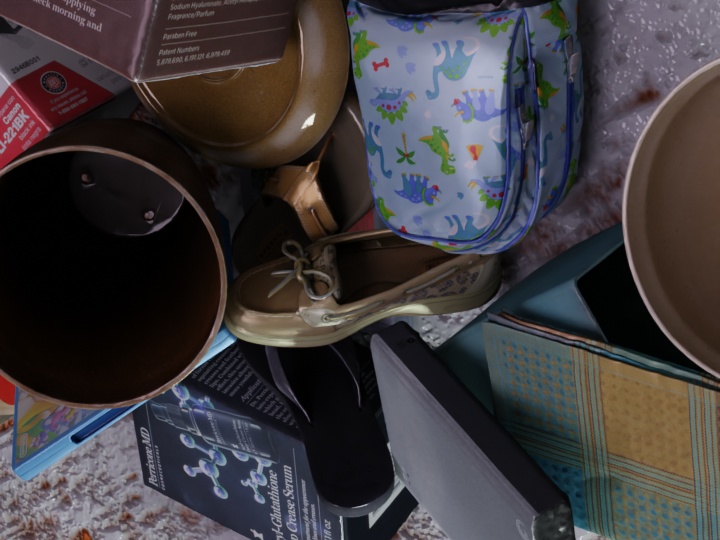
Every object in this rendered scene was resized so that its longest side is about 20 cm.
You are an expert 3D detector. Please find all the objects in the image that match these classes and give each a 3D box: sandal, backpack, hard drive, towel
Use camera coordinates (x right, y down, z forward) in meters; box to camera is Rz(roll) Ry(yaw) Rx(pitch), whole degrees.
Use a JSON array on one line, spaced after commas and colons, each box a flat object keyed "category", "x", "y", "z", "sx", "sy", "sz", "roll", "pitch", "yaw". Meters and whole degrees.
[{"category": "sandal", "x": -0.030, "y": 0.076, "z": 1.535, "sx": 0.201, "sy": 0.076, "sz": 0.043, "roll": 60, "pitch": 170, "yaw": 28}, {"category": "backpack", "x": 0.070, "y": -0.112, "z": 1.436, "sx": 0.162, "sy": 0.154, "sz": 0.201, "roll": 8, "pitch": 131, "yaw": 26}, {"category": "hard drive", "x": 0.077, "y": 0.141, "z": 1.415, "sx": 0.200, "sy": 0.033, "sz": 0.140, "roll": 47, "pitch": 156, "yaw": 45}, {"category": "towel", "x": 0.167, "y": 0.110, "z": 1.358, "sx": 0.199, "sy": 0.022, "sz": 0.148, "roll": 17, "pitch": 128, "yaw": 34}, {"category": "sandal", "x": -0.044, "y": -0.047, "z": 1.552, "sx": 0.080, "sy": 0.054, "sz": 0.200, "roll": 46, "pitch": 133, "yaw": 8}]

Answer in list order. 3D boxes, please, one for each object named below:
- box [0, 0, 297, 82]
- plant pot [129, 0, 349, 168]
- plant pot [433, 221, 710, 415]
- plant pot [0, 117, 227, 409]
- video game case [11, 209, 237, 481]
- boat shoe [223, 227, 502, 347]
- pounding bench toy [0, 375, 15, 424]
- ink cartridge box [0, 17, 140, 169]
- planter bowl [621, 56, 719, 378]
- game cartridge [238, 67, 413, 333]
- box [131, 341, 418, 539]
[{"category": "box", "x": -0.130, "y": -0.243, "z": 1.371, "sx": 0.165, "sy": 0.164, "sz": 0.201, "roll": 27, "pitch": 112, "yaw": 26}, {"category": "plant pot", "x": -0.097, "y": -0.161, "z": 1.497, "sx": 0.199, "sy": 0.027, "sz": 0.202, "roll": 14, "pitch": 118, "yaw": 29}, {"category": "plant pot", "x": 0.140, "y": 0.067, "z": 1.469, "sx": 0.199, "sy": 0.141, "sz": 0.142, "roll": -24, "pitch": 98, "yaw": 44}, {"category": "plant pot", "x": -0.177, "y": -0.030, "z": 1.542, "sx": 0.185, "sy": 0.200, "sz": 0.188, "roll": 1, "pitch": 112, "yaw": 2}, {"category": "video game case", "x": -0.174, "y": 0.053, "z": 1.603, "sx": 0.199, "sy": 0.144, "sz": 0.018, "roll": -34, "pitch": 123, "yaw": 18}, {"category": "boat shoe", "x": 0.000, "y": 0.000, "z": 1.516, "sx": 0.063, "sy": 0.198, "sz": 0.074, "roll": 88, "pitch": 167, "yaw": -56}, {"category": "pounding bench toy", "x": -0.283, "y": 0.018, "z": 1.765, "sx": 0.155, "sy": 0.124, "sz": 0.201, "roll": -7, "pitch": 109, "yaw": 39}, {"category": "ink cartridge box", "x": -0.266, "y": -0.180, "z": 1.632, "sx": 0.200, "sy": 0.144, "sz": 0.084, "roll": 48, "pitch": 131, "yaw": 5}, {"category": "planter bowl", "x": 0.272, "y": -0.036, "z": 1.299, "sx": 0.199, "sy": 0.134, "sz": 0.202, "roll": 6, "pitch": 100, "yaw": 31}, {"category": "game cartridge", "x": -0.026, "y": -0.053, "z": 1.597, "sx": 0.132, "sy": 0.041, "sz": 0.201, "roll": 14, "pitch": 121, "yaw": 35}, {"category": "box", "x": -0.064, "y": 0.119, "z": 1.649, "sx": 0.199, "sy": 0.107, "sz": 0.149, "roll": 23, "pitch": 140, "yaw": 26}]
